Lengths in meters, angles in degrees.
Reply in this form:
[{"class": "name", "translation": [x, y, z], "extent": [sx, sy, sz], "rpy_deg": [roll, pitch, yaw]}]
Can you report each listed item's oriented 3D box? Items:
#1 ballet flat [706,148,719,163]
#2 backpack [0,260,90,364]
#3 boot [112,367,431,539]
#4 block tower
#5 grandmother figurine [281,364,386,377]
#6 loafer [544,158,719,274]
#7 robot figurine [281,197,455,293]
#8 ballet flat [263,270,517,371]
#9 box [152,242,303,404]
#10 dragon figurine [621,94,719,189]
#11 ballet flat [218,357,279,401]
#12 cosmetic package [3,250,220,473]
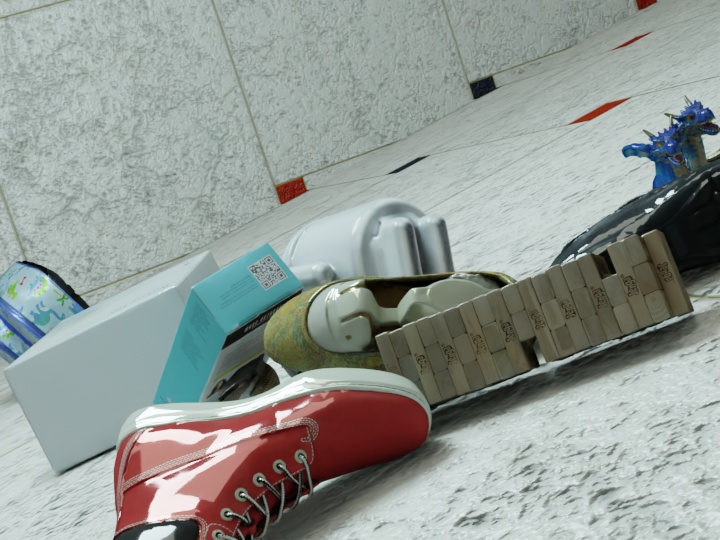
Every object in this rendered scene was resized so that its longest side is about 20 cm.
[{"class": "ballet flat", "translation": [0.355, -0.116, 0.915], "extent": [0.197, 0.047, 0.067], "rpy_deg": [-21, 7, 15]}, {"class": "backpack", "translation": [-0.491, 0.087, 1.790], "extent": [0.148, 0.183, 0.199], "rpy_deg": [-53, 21, -17]}, {"class": "boot", "translation": [-0.049, 0.133, 0.671], "extent": [0.196, 0.073, 0.145], "rpy_deg": [-11, 33, 1]}, {"class": "block tower", "translation": [0.103, 0.036, 0.729], "extent": [0.197, 0.059, 0.054], "rpy_deg": [-24, -11, 19]}, {"class": "grandmother figurine", "translation": [-0.017, 0.066, 0.943], "extent": [0.121, 0.061, 0.199], "rpy_deg": [-45, 13, -20]}, {"class": "loafer", "translation": [0.214, -0.032, 0.793], "extent": [0.198, 0.069, 0.071], "rpy_deg": [-29, 17, 7]}, {"class": "robot figurine", "translation": [0.000, 0.000, 1.074], "extent": [0.167, 0.115, 0.199], "rpy_deg": [-3, -7, -38]}, {"class": "ballet flat", "translation": [0.024, 0.031, 0.812], "extent": [0.196, 0.072, 0.071], "rpy_deg": [-3, 12, 6]}, {"class": "box", "translation": [-0.115, 0.065, 0.971], "extent": [0.082, 0.049, 0.201], "rpy_deg": [-32, -17, -34]}, {"class": "dragon figurine", "translation": [0.239, -0.080, 0.890], "extent": [0.058, 0.101, 0.200], "rpy_deg": [-24, 6, 3]}, {"class": "ballet flat", "translation": [-0.087, 0.121, 0.847], "extent": [0.067, 0.047, 0.200], "rpy_deg": [-35, 11, 11]}, {"class": "cosmetic package", "translation": [-0.235, 0.088, 1.219], "extent": [0.197, 0.125, 0.200], "rpy_deg": [-25, 10, 6]}]
